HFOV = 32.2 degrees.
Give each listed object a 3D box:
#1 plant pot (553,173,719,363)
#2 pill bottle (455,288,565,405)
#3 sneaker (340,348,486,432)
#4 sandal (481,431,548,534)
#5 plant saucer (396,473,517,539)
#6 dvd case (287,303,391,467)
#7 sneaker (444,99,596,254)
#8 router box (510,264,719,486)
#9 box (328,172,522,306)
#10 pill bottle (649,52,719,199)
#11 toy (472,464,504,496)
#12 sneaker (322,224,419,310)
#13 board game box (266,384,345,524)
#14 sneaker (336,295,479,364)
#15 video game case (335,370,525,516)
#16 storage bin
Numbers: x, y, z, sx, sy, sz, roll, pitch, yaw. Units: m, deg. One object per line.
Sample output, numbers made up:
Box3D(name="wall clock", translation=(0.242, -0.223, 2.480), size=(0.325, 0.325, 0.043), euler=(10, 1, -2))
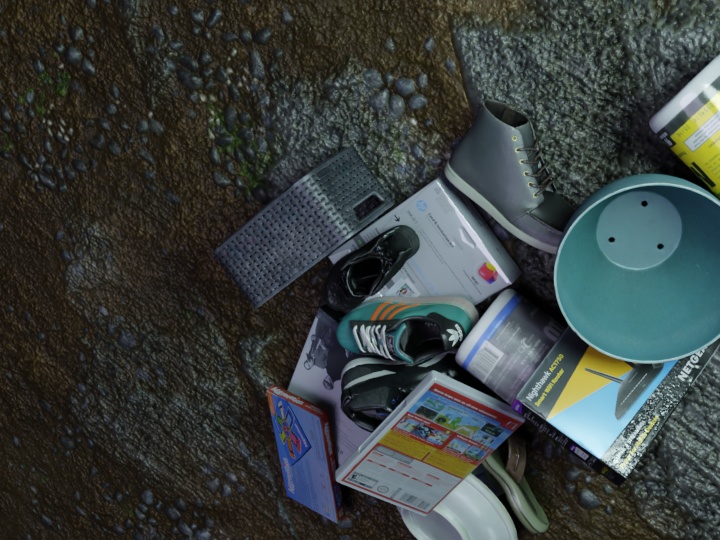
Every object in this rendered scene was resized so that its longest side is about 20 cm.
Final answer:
Box3D(name="plant pot", translation=(0.304, -0.021, 1.333), size=(0.199, 0.135, 0.201), euler=(2, 113, 5))
Box3D(name="pill bottle", translation=(0.222, 0.122, 1.474), size=(0.200, 0.114, 0.114), euler=(37, 125, 10))
Box3D(name="sneaker", translation=(0.074, 0.160, 1.540), size=(0.199, 0.112, 0.073), euler=(-5, 123, 5))
Box3D(name="sandal", translation=(0.194, 0.239, 1.577), size=(0.057, 0.080, 0.201), euler=(-28, 103, 19))
Box3D(name="plant saucer", translation=(0.108, 0.323, 1.631), size=(0.200, 0.050, 0.200), euler=(29, 145, 23))
Box3D(name="dvd case", translation=(-0.027, 0.165, 1.679), size=(0.150, 0.025, 0.200), euler=(38, 127, 22))
Box3D(name="sneaker", translation=(0.194, -0.103, 1.410), size=(0.200, 0.075, 0.106), euler=(35, 127, 14))
Box3D(name="router box", translation=(0.285, 0.116, 1.390), size=(0.149, 0.200, 0.051), euler=(35, 162, 12))
Box3D(name="box", translation=(0.077, -0.008, 1.544), size=(0.200, 0.041, 0.156), euler=(-35, 93, 38))
Box3D(name="pill bottle", translation=(0.400, -0.117, 1.260), size=(0.200, 0.114, 0.114), euler=(47, 126, 4))
Box3D(name="toy", translation=(0.098, 0.231, 1.636), size=(0.115, 0.047, 0.200), euler=(-32, 94, 36))
Box3D(name="sneaker", translation=(0.002, 0.003, 1.503), size=(0.060, 0.104, 0.200), euler=(51, 127, 0))
Box3D(name="board game box", translation=(-0.075, 0.257, 1.730), size=(0.103, 0.019, 0.200), euler=(21, 133, 35))
Box3D(name="sneaker", translation=(0.043, 0.076, 1.527), size=(0.200, 0.080, 0.072), euler=(-10, 107, 35))
Box3D(name="video game case", translation=(0.082, 0.213, 1.505), size=(0.143, 0.017, 0.200), euler=(26, 121, -26))
Box3D(name="storage bin", translation=(-0.072, -0.053, 1.549), size=(0.200, 0.135, 0.094), euler=(-37, 91, 37))
